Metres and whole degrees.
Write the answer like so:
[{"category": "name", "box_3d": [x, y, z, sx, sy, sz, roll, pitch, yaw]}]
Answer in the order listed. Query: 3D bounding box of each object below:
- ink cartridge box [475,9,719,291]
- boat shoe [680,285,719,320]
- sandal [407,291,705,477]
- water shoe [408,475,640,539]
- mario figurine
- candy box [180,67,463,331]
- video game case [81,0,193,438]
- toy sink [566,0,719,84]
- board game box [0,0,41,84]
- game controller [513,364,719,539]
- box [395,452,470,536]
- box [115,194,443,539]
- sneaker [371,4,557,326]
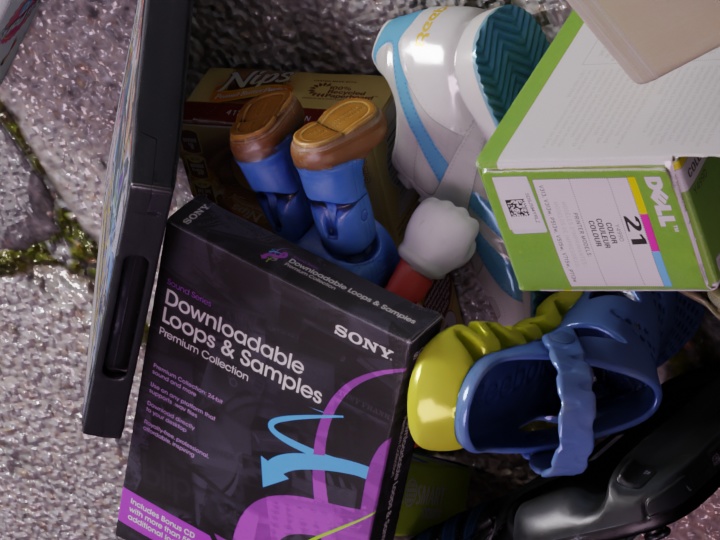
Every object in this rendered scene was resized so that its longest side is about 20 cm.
[{"category": "ink cartridge box", "box_3d": [0.173, -0.063, 1.327, 0.199, 0.148, 0.076, 0, 128, 31]}, {"category": "boat shoe", "box_3d": [0.193, 0.003, 1.434, 0.199, 0.065, 0.072, 33, 137, 2]}, {"category": "sandal", "box_3d": [0.112, 0.051, 1.429, 0.087, 0.200, 0.080, 22, 124, 33]}, {"category": "water shoe", "box_3d": [0.064, 0.151, 1.560, 0.072, 0.199, 0.079, 54, 167, 17]}, {"category": "mario figurine", "box_3d": [0.000, 0.000, 1.479, 0.124, 0.105, 0.201, -127, 20, -58]}, {"category": "candy box", "box_3d": [-0.017, -0.009, 1.558, 0.115, 0.055, 0.201, 5, 129, 26]}, {"category": "video game case", "box_3d": [-0.111, -0.050, 1.481, 0.025, 0.201, 0.181, 9, 136, -7]}, {"category": "toy sink", "box_3d": [0.180, -0.183, 1.232, 0.200, 0.131, 0.112, -28, 110, 42]}, {"category": "board game box", "box_3d": [-0.231, -0.182, 1.531, 0.147, 0.064, 0.200, 35, 136, 1]}, {"category": "game controller", "box_3d": [0.152, 0.089, 1.441, 0.104, 0.200, 0.042, -27, 93, 37]}, {"category": "box", "box_3d": [-0.023, 0.114, 1.609, 0.121, 0.200, 0.048, 11, 88, 24]}, {"category": "box", "box_3d": [-0.044, 0.078, 1.453, 0.142, 0.036, 0.201, 25, 125, 20]}, {"category": "sneaker", "box_3d": [0.067, -0.044, 1.472, 0.080, 0.076, 0.201, 7, 126, 39]}]
